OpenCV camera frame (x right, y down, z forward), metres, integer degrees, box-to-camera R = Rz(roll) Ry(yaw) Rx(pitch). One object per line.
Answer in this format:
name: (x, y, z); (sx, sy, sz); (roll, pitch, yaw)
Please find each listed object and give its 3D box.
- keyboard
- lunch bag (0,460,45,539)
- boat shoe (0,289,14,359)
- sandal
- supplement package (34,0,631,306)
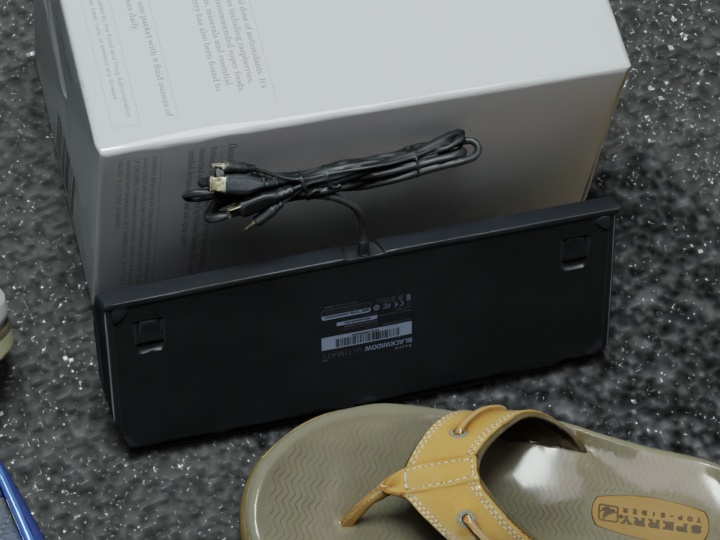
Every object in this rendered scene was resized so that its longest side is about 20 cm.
keyboard: (0.000, 0.000, 0.967); (0.199, 0.127, 0.021); (-11, 41, -13)
lunch bag: (-0.194, 0.135, 0.864); (0.199, 0.132, 0.136); (-24, 68, -18)
boat shoe: (-0.205, 0.024, 0.913); (0.200, 0.075, 0.069); (-19, 98, -46)
sandal: (0.056, 0.084, 0.965); (0.199, 0.054, 0.081); (5, 63, -4)
supplement package: (-0.016, -0.079, 1.001); (0.199, 0.120, 0.122); (-10, 63, -12)
